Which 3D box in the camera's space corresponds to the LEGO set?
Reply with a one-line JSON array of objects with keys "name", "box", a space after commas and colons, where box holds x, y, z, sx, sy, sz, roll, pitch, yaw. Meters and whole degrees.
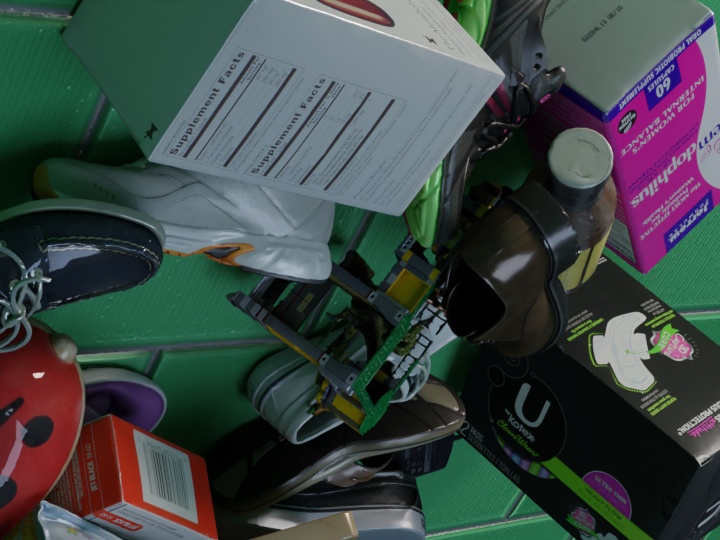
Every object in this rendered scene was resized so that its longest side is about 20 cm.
[{"name": "LEGO set", "box": [0.000, 0.000, 1.176, 0.200, 0.116, 0.154, -54, 165, -1]}]

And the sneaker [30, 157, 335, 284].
[{"name": "sneaker", "box": [-0.099, -0.053, 1.046, 0.200, 0.076, 0.092, 12, 91, -37]}]

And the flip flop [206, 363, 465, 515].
[{"name": "flip flop", "box": [-0.019, 0.131, 1.307, 0.200, 0.081, 0.058, -25, 138, -14]}]

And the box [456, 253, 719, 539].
[{"name": "box", "box": [0.194, 0.111, 1.362, 0.124, 0.200, 0.149, -25, 145, -40]}]

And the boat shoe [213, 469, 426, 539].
[{"name": "boat shoe", "box": [-0.050, 0.175, 1.339, 0.199, 0.068, 0.074, -2, 148, -10]}]

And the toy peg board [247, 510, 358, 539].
[{"name": "toy peg board", "box": [-0.097, 0.253, 1.214, 0.199, 0.098, 0.200, -15, 165, -12]}]

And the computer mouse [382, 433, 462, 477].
[{"name": "computer mouse", "box": [0.074, 0.130, 1.444, 0.200, 0.034, 0.059, -6, 107, -46]}]

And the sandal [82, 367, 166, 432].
[{"name": "sandal", "box": [-0.203, 0.106, 1.130, 0.203, 0.050, 0.082, 4, 127, -46]}]

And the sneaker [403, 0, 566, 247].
[{"name": "sneaker", "box": [0.078, -0.105, 1.071, 0.084, 0.077, 0.200, 17, 98, -14]}]

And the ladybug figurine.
[{"name": "ladybug figurine", "box": [-0.244, 0.104, 1.022, 0.200, 0.072, 0.136, -42, 104, 2]}]

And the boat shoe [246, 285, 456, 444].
[{"name": "boat shoe", "box": [0.018, 0.068, 1.281, 0.200, 0.067, 0.074, -28, 145, -16]}]

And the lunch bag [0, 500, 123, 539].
[{"name": "lunch bag", "box": [-0.161, 0.258, 1.057, 0.170, 0.127, 0.200, -42, 127, 18]}]

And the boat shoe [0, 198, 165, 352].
[{"name": "boat shoe", "box": [-0.202, 0.005, 0.950, 0.200, 0.062, 0.075, -2, 137, -13]}]

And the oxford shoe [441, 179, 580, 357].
[{"name": "oxford shoe", "box": [0.086, 0.014, 1.135, 0.084, 0.073, 0.200, -36, 157, -10]}]

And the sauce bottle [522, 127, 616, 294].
[{"name": "sauce bottle", "box": [0.135, -0.039, 1.159, 0.065, 0.065, 0.200, -32, 165, -10]}]

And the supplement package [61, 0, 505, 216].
[{"name": "supplement package", "box": [-0.040, -0.117, 0.972, 0.200, 0.114, 0.110, 10, 124, -49]}]

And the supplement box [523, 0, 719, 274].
[{"name": "supplement box", "box": [0.177, -0.104, 1.196, 0.101, 0.103, 0.200, -43, 149, -11]}]

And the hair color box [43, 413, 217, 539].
[{"name": "hair color box", "box": [-0.205, 0.165, 1.123, 0.200, 0.064, 0.111, -23, 151, 20]}]
